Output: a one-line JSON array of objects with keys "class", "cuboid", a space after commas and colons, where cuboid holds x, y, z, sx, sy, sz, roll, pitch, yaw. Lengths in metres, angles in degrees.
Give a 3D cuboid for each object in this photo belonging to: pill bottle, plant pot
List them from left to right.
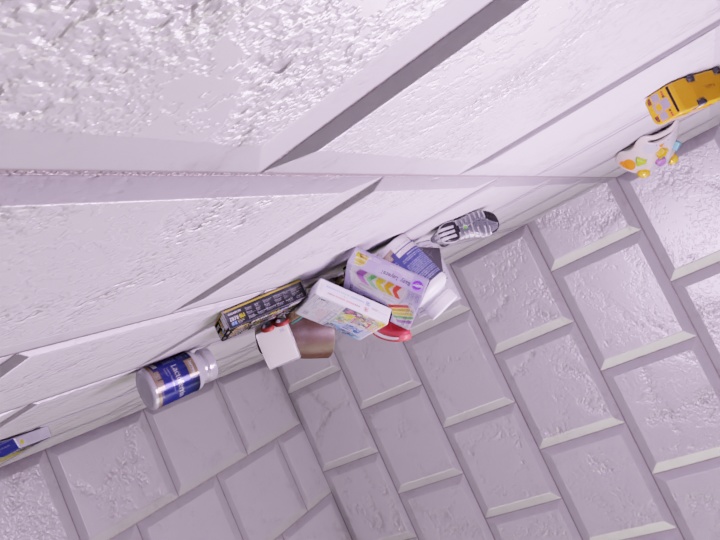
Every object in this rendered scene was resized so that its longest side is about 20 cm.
[{"class": "pill bottle", "cuboid": [-0.500, 0.290, 1.701, 0.199, 0.116, 0.116, -22, 173, -39]}, {"class": "plant pot", "cuboid": [-0.201, 0.179, 1.815, 0.198, 0.189, 0.187, -7, 167, -24]}, {"class": "pill bottle", "cuboid": [0.134, 0.019, 1.492, 0.111, 0.200, 0.111, -42, 170, -9]}]

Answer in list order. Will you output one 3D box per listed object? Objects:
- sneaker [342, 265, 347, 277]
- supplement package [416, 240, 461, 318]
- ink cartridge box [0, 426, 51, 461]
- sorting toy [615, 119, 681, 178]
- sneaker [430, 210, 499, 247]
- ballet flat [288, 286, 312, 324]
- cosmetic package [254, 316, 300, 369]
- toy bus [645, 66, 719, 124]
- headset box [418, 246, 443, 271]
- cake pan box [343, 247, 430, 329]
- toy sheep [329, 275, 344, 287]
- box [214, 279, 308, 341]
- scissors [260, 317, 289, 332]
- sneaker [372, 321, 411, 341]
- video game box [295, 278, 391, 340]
[{"class": "sneaker", "cuboid": [0.000, 0.000, 1.568, 0.076, 0.076, 0.200, -11, 168, 4]}, {"class": "supplement package", "cuboid": [0.201, 0.023, 1.888, 0.113, 0.201, 0.109, -28, 173, 31]}, {"class": "ink cartridge box", "cuboid": [-1.062, 0.537, 1.838, 0.196, 0.047, 0.200, -26, 176, 8]}, {"class": "sorting toy", "cuboid": [0.915, -0.391, 1.924, 0.199, 0.107, 0.180, -26, 155, 6]}, {"class": "sneaker", "cuboid": [0.282, -0.113, 1.743, 0.198, 0.076, 0.115, -12, 174, -22]}, {"class": "ballet flat", "cuboid": [-0.139, 0.082, 1.656, 0.199, 0.066, 0.070, -30, -172, 39]}, {"class": "cosmetic package", "cuboid": [-0.223, 0.173, 1.630, 0.087, 0.104, 0.200, -22, -169, -8]}, {"class": "toy bus", "cuboid": [0.674, -0.356, 1.264, 0.199, 0.066, 0.078, -22, 173, -32]}, {"class": "headset box", "cuboid": [0.125, -0.007, 1.725, 0.147, 0.076, 0.200, 1, 162, -25]}, {"class": "cake pan box", "cuboid": [0.051, 0.046, 1.416, 0.053, 0.183, 0.200, -60, 173, -27]}, {"class": "toy sheep", "cuboid": [-0.032, 0.077, 1.728, 0.198, 0.139, 0.138, 11, 156, -27]}, {"class": "box", "cuboid": [-0.234, 0.095, 1.454, 0.199, 0.050, 0.160, -23, 171, -23]}, {"class": "scissors", "cuboid": [-0.222, 0.121, 1.580, 0.073, 0.014, 0.200, -22, -167, -7]}, {"class": "sneaker", "cuboid": [0.058, 0.095, 1.541, 0.078, 0.117, 0.200, -9, -159, -33]}, {"class": "video game box", "cuboid": [-0.045, 0.096, 1.466, 0.047, 0.181, 0.200, -69, -168, -23]}]
